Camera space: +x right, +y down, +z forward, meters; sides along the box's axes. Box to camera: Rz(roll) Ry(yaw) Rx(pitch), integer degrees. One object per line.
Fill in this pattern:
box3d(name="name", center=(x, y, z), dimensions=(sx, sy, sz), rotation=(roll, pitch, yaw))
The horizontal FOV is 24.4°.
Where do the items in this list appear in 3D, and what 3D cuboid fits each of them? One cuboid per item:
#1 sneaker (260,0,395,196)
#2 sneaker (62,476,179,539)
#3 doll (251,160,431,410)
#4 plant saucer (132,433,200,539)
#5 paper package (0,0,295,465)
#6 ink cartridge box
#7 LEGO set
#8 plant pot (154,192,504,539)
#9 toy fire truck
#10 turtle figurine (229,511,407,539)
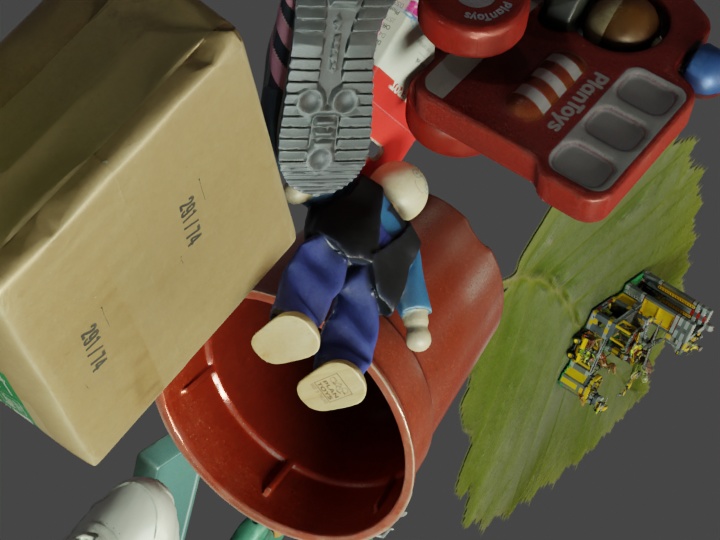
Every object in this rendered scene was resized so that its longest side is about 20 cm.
box3d(name="sneaker", center=(-0.020, -0.147, 0.905), dimensions=(0.070, 0.082, 0.200), rotation=(7, 111, -23))
box3d(name="sneaker", center=(-0.197, 0.221, 1.110), dimensions=(0.200, 0.078, 0.099), rotation=(-55, 154, -8))
box3d(name="doll", center=(0.000, 0.000, 1.008), dimensions=(0.048, 0.136, 0.200), rotation=(-30, -157, 34))
box3d(name="plant saucer", center=(-0.153, 0.198, 1.245), dimensions=(0.070, 0.019, 0.200), rotation=(-32, 148, -46))
box3d(name="paper package", center=(-0.139, -0.027, 0.860), dimensions=(0.191, 0.103, 0.200), rotation=(-49, 157, -18))
box3d(name="ink cartridge box", center=(0.025, -0.161, 1.068), dimensions=(0.200, 0.067, 0.116), rotation=(-58, 158, 1))
box3d(name="LEGO set", center=(0.341, 0.098, 2.005), dimensions=(0.200, 0.116, 0.154), rotation=(-19, 137, -57))
box3d(name="plant pot", center=(-0.008, 0.049, 1.143), dimensions=(0.195, 0.200, 0.201), rotation=(-46, 157, -46))
box3d(name="toy fire truck", center=(0.130, -0.127, 1.013), dimensions=(0.200, 0.168, 0.112), rotation=(-44, 157, -31))
box3d(name="turtle figurine", center=(-0.051, 0.198, 1.351), dimensions=(0.200, 0.101, 0.150), rotation=(-47, 146, 17))
